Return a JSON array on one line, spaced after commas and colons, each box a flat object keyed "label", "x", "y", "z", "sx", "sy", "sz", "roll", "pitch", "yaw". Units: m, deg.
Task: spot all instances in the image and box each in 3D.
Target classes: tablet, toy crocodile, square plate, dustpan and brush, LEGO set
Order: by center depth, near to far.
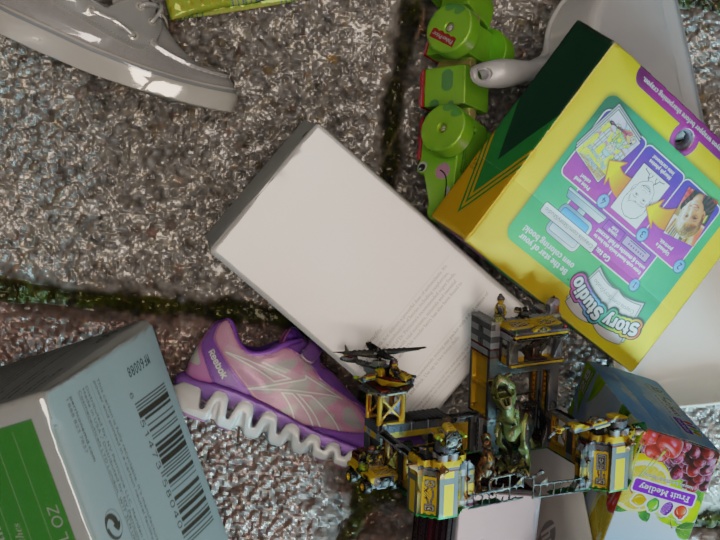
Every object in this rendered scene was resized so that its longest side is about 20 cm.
[{"label": "LEGO set", "x": 0.089, "y": 0.083, "z": 1.483, "sx": 0.198, "sy": 0.154, "sz": 0.117, "roll": -4, "pitch": 106, "yaw": -18}, {"label": "tablet", "x": 0.129, "y": 0.207, "z": 1.575, "sx": 0.014, "sy": 0.201, "sz": 0.131, "roll": 15, "pitch": 128, "yaw": -18}, {"label": "toy crocodile", "x": 0.068, "y": -0.125, "z": 1.599, "sx": 0.061, "sy": 0.067, "sz": 0.202, "roll": -6, "pitch": 72, "yaw": 34}, {"label": "dustpan and brush", "x": 0.161, "y": -0.152, "z": 1.611, "sx": 0.199, "sy": 0.057, "sz": 0.141, "roll": -8, "pitch": 84, "yaw": -47}, {"label": "square plate", "x": 0.283, "y": 0.002, "z": 1.679, "sx": 0.198, "sy": 0.028, "sz": 0.200, "roll": -3, "pitch": 95, "yaw": -6}]

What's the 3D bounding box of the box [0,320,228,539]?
[{"label": "box", "x": -0.218, "y": 0.169, "z": 1.527, "sx": 0.170, "sy": 0.200, "sz": 0.201, "roll": -17, "pitch": 97, "yaw": 20}]

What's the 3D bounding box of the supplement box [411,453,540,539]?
[{"label": "supplement box", "x": 0.078, "y": 0.195, "z": 1.582, "sx": 0.060, "sy": 0.200, "sz": 0.110, "roll": 5, "pitch": 94, "yaw": -7}]

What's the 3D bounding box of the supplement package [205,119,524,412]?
[{"label": "supplement package", "x": 0.000, "y": 0.000, "z": 1.599, "sx": 0.200, "sy": 0.120, "sz": 0.121, "roll": 42, "pitch": 90, "yaw": -8}]

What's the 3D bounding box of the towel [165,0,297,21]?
[{"label": "towel", "x": -0.094, "y": -0.293, "z": 1.617, "sx": 0.142, "sy": 0.023, "sz": 0.202, "roll": -11, "pitch": 95, "yaw": -7}]

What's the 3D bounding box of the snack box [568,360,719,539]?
[{"label": "snack box", "x": 0.177, "y": 0.188, "z": 1.595, "sx": 0.067, "sy": 0.169, "sz": 0.201, "roll": 18, "pitch": 102, "yaw": -12}]

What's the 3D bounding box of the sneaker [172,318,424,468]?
[{"label": "sneaker", "x": -0.041, "y": 0.091, "z": 1.626, "sx": 0.199, "sy": 0.080, "sz": 0.089, "roll": 20, "pitch": 84, "yaw": -7}]

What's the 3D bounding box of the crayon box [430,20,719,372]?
[{"label": "crayon box", "x": 0.175, "y": -0.049, "z": 1.578, "sx": 0.200, "sy": 0.058, "sz": 0.173, "roll": 37, "pitch": 93, "yaw": -35}]

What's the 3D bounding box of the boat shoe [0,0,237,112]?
[{"label": "boat shoe", "x": -0.177, "y": -0.173, "z": 1.597, "sx": 0.199, "sy": 0.072, "sz": 0.069, "roll": 22, "pitch": 94, "yaw": 2}]
